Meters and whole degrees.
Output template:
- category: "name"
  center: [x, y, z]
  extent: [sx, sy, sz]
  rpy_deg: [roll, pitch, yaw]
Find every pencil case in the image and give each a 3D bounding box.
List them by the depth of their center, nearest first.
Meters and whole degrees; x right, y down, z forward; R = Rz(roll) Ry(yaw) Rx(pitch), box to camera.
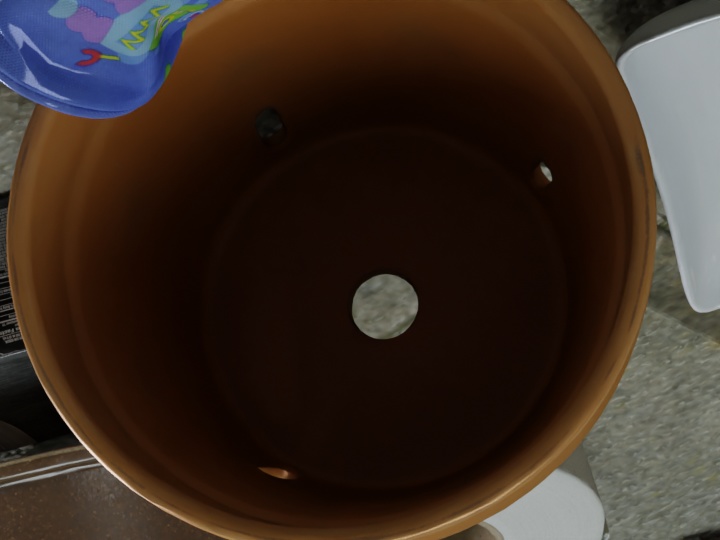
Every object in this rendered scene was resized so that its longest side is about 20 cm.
- category: "pencil case"
  center: [-0.032, -0.124, 0.797]
  extent: [0.087, 0.078, 0.200]
  rpy_deg: [14, 138, -44]

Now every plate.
- category: "plate"
  center: [0.198, -0.071, 1.037]
  extent: [0.199, 0.032, 0.200]
  rpy_deg: [-19, 149, 6]

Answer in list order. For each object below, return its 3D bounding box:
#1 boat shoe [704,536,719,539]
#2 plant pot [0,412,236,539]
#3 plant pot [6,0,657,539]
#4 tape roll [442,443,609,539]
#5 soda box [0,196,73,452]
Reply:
- category: "boat shoe"
  center: [0.234, 0.178, 1.412]
  extent: [0.199, 0.073, 0.075]
  rpy_deg: [0, 146, -26]
- category: "plant pot"
  center: [-0.098, 0.166, 1.049]
  extent: [0.200, 0.199, 0.200]
  rpy_deg: [-12, 177, -1]
- category: "plant pot"
  center: [0.000, 0.000, 0.920]
  extent: [0.199, 0.201, 0.140]
  rpy_deg: [-19, 165, 4]
- category: "tape roll"
  center: [0.009, 0.120, 1.249]
  extent: [0.202, 0.037, 0.203]
  rpy_deg: [-13, 149, -8]
- category: "soda box"
  center: [-0.200, 0.041, 0.996]
  extent: [0.199, 0.063, 0.071]
  rpy_deg: [-15, 149, -1]
